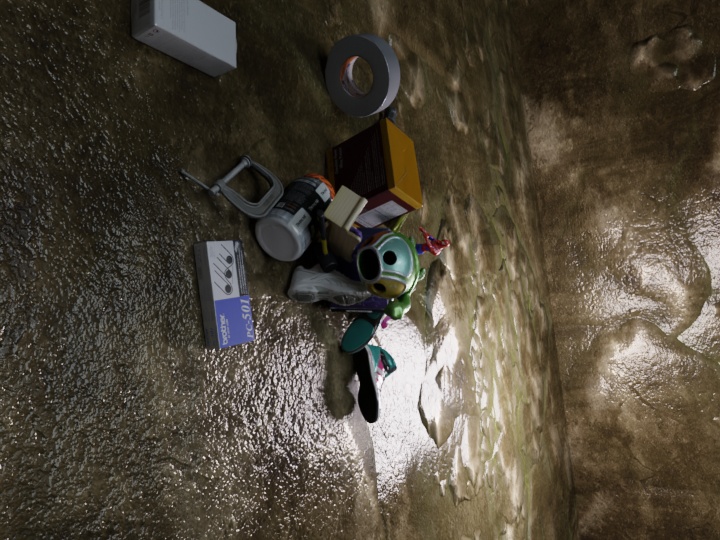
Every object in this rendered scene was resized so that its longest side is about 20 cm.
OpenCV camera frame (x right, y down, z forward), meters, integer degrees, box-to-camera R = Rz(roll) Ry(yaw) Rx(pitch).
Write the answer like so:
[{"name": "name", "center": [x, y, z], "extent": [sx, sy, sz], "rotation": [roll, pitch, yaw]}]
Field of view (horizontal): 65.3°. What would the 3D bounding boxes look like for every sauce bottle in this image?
[{"name": "sauce bottle", "center": [0.079, -0.402, 1.692], "extent": [0.065, 0.064, 0.204], "rotation": [40, 53, -45]}]

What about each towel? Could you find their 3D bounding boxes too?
[{"name": "towel", "center": [0.072, -0.172, 1.516], "extent": [0.018, 0.200, 0.087], "rotation": [28, 100, -33]}]

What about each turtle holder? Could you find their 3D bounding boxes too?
[{"name": "turtle holder", "center": [0.053, 0.007, 1.248], "extent": [0.131, 0.139, 0.190], "rotation": [-1, 98, -53]}]

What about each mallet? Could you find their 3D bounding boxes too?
[{"name": "mallet", "center": [-0.083, -0.075, 1.207], "extent": [0.202, 0.040, 0.066], "rotation": [84, -21, -55]}]

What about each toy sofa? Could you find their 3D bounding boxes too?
[{"name": "toy sofa", "center": [-0.030, -0.097, 1.245], "extent": [0.097, 0.200, 0.084], "rotation": [32, 74, 2]}]

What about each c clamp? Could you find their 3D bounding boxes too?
[{"name": "c clamp", "center": [-0.243, -0.183, 1.147], "extent": [0.170, 0.027, 0.201], "rotation": [40, 34, -4]}]

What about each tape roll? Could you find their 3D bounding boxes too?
[{"name": "tape roll", "center": [0.004, -0.513, 1.479], "extent": [0.066, 0.197, 0.204], "rotation": [-38, 115, -52]}]

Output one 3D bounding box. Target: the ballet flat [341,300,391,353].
[{"name": "ballet flat", "center": [0.025, 0.133, 1.456], "extent": [0.201, 0.074, 0.074], "rotation": [-52, 134, -3]}]

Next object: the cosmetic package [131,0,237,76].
[{"name": "cosmetic package", "center": [-0.332, -0.461, 1.076], "extent": [0.199, 0.073, 0.104], "rotation": [12, 74, -57]}]

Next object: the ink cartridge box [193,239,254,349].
[{"name": "ink cartridge box", "center": [-0.266, 0.044, 1.101], "extent": [0.093, 0.044, 0.205], "rotation": [-7, 90, -55]}]

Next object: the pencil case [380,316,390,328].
[{"name": "pencil case", "center": [0.032, 0.054, 1.516], "extent": [0.202, 0.087, 0.089], "rotation": [60, 40, -26]}]

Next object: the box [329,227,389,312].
[{"name": "box", "center": [0.000, 0.000, 1.388], "extent": [0.104, 0.144, 0.205], "rotation": [71, 19, -82]}]

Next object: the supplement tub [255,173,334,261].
[{"name": "supplement tub", "center": [-0.139, -0.125, 1.256], "extent": [0.124, 0.121, 0.201], "rotation": [61, 39, -28]}]

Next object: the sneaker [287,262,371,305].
[{"name": "sneaker", "center": [-0.067, 0.021, 1.299], "extent": [0.078, 0.195, 0.101], "rotation": [109, -15, -61]}]

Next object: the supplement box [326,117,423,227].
[{"name": "supplement box", "center": [0.032, -0.236, 1.435], "extent": [0.132, 0.197, 0.201], "rotation": [24, 53, -49]}]

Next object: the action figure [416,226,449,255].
[{"name": "action figure", "center": [0.161, -0.082, 1.632], "extent": [0.100, 0.197, 0.066], "rotation": [61, 39, -28]}]

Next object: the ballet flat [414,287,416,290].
[{"name": "ballet flat", "center": [0.102, 0.039, 1.631], "extent": [0.198, 0.074, 0.070], "rotation": [8, 80, -55]}]

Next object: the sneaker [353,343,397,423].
[{"name": "sneaker", "center": [0.047, 0.294, 1.498], "extent": [0.119, 0.083, 0.205], "rotation": [-2, 84, -47]}]
